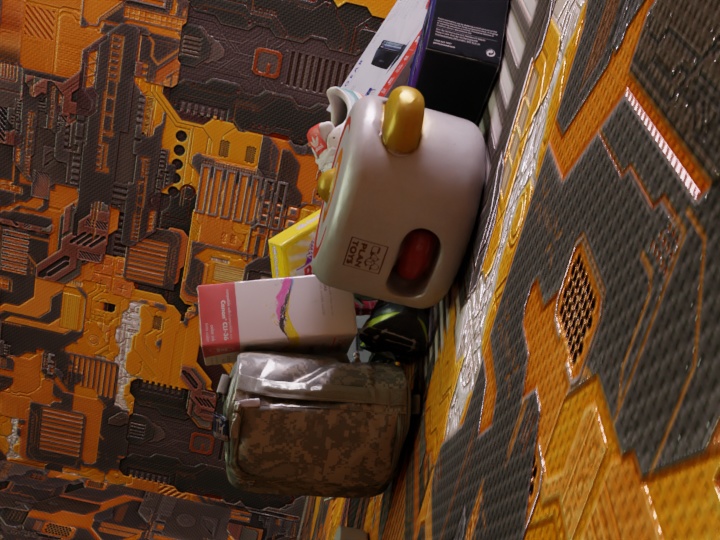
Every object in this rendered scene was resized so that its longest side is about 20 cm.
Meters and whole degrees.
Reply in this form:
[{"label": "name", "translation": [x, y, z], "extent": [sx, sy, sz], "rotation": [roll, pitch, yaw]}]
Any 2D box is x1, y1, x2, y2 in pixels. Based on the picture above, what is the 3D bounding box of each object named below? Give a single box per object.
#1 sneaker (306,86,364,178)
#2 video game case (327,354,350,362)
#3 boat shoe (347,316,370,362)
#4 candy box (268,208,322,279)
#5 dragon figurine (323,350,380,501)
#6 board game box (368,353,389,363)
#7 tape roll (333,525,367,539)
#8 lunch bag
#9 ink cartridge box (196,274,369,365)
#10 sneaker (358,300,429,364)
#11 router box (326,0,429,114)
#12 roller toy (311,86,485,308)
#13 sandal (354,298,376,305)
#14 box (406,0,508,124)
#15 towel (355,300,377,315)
[{"label": "sneaker", "translation": [-0.025, -0.105, 1.098], "extent": [0.070, 0.093, 0.201], "rotation": [-19, 50, 51]}, {"label": "video game case", "translation": [-0.052, 0.143, 1.248], "extent": [0.183, 0.023, 0.200], "rotation": [65, -159, 5]}, {"label": "boat shoe", "translation": [0.010, 0.118, 1.562], "extent": [0.066, 0.069, 0.202], "rotation": [-15, -73, -58]}, {"label": "candy box", "translation": [-0.031, -0.030, 1.228], "extent": [0.200, 0.026, 0.103], "rotation": [-35, -50, -40]}, {"label": "dragon figurine", "translation": [-0.005, 0.215, 1.419], "extent": [0.099, 0.058, 0.202], "rotation": [-101, 21, -86]}, {"label": "board game box", "translation": [0.050, 0.026, 1.461], "extent": [0.135, 0.028, 0.202], "rotation": [111, 171, -74]}, {"label": "tape roll", "translation": [-0.029, 0.412, 1.242], "extent": [0.203, 0.037, 0.204], "rotation": [-168, 90, -88]}, {"label": "lunch bag", "translation": [-0.049, 0.150, 1.060], "extent": [0.168, 0.198, 0.140], "rotation": [107, 167, -62]}, {"label": "ink cartridge box", "translation": [-0.069, 0.051, 1.088], "extent": [0.117, 0.198, 0.068], "rotation": [112, 152, -75]}, {"label": "sneaker", "translation": [0.039, 0.049, 1.116], "extent": [0.200, 0.073, 0.082], "rotation": [126, 161, -79]}, {"label": "router box", "translation": [0.050, -0.258, 1.291], "extent": [0.201, 0.049, 0.179], "rotation": [-57, 22, 4]}, {"label": "roller toy", "translation": [0.028, -0.065, 0.966], "extent": [0.200, 0.139, 0.184], "rotation": [157, 126, -81]}, {"label": "sandal", "translation": [0.003, 0.007, 1.204], "extent": [0.206, 0.059, 0.080], "rotation": [24, -140, -58]}, {"label": "box", "translation": [0.095, -0.214, 1.076], "extent": [0.200, 0.078, 0.142], "rotation": [106, 178, -62]}, {"label": "towel", "translation": [-0.031, 0.043, 1.291], "extent": [0.145, 0.198, 0.023], "rotation": [-110, 19, -82]}]
